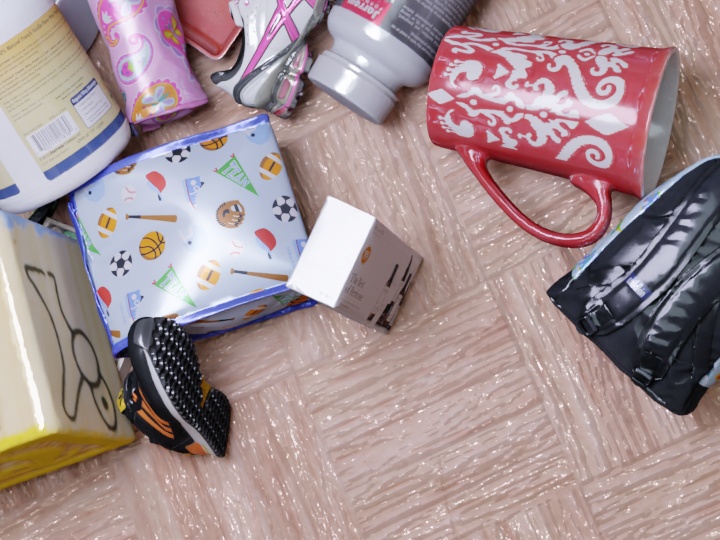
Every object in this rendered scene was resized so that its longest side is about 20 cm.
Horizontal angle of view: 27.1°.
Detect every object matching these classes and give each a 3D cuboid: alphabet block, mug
[{"bbox_3d":[-0.340,0.083,1.332,0.195,0.195,0.202,-20,77,11],"label":"alphabet block"},{"bbox_3d":[0.159,-0.129,1.296,0.198,0.134,0.178,13,55,18],"label":"mug"}]

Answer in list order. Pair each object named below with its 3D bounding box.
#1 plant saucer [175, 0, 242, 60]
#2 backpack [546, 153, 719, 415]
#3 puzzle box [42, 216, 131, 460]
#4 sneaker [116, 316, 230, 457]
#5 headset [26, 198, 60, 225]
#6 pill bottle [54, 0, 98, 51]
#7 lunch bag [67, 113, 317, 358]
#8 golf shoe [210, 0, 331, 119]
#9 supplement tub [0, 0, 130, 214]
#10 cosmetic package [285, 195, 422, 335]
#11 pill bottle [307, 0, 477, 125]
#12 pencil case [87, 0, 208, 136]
[{"bbox_3d":[-0.153,-0.331,1.455,0.199,0.037,0.200,35,91,15],"label":"plant saucer"},{"bbox_3d":[0.286,-0.007,1.261,0.163,0.153,0.201,41,113,17],"label":"backpack"},{"bbox_3d":[-0.278,0.064,1.432,0.132,0.025,0.202,20,87,14],"label":"puzzle box"},{"bbox_3d":[-0.182,0.109,1.318,0.089,0.201,0.071,-3,57,15],"label":"sneaker"},{"bbox_3d":[-0.391,-0.085,1.469,0.198,0.094,0.125,1,78,-2],"label":"headset"},{"bbox_3d":[-0.356,-0.280,1.454,0.199,0.114,0.115,24,88,15],"label":"pill bottle"},{"bbox_3d":[-0.153,-0.026,1.359,0.198,0.124,0.171,-18,77,-7],"label":"lunch bag"},{"bbox_3d":[-0.073,-0.247,1.381,0.091,0.073,0.202,19,95,-8],"label":"golf shoe"},{"bbox_3d":[-0.313,-0.168,1.342,0.143,0.145,0.201,-27,110,8],"label":"supplement tub"},{"bbox_3d":[0.000,0.000,1.286,0.050,0.200,0.083,23,88,16],"label":"cosmetic package"},{"bbox_3d":[0.038,-0.238,1.358,0.110,0.111,0.201,32,90,15],"label":"pill bottle"},{"bbox_3d":[-0.209,-0.232,1.394,0.087,0.087,0.202,-16,98,10],"label":"pencil case"}]
